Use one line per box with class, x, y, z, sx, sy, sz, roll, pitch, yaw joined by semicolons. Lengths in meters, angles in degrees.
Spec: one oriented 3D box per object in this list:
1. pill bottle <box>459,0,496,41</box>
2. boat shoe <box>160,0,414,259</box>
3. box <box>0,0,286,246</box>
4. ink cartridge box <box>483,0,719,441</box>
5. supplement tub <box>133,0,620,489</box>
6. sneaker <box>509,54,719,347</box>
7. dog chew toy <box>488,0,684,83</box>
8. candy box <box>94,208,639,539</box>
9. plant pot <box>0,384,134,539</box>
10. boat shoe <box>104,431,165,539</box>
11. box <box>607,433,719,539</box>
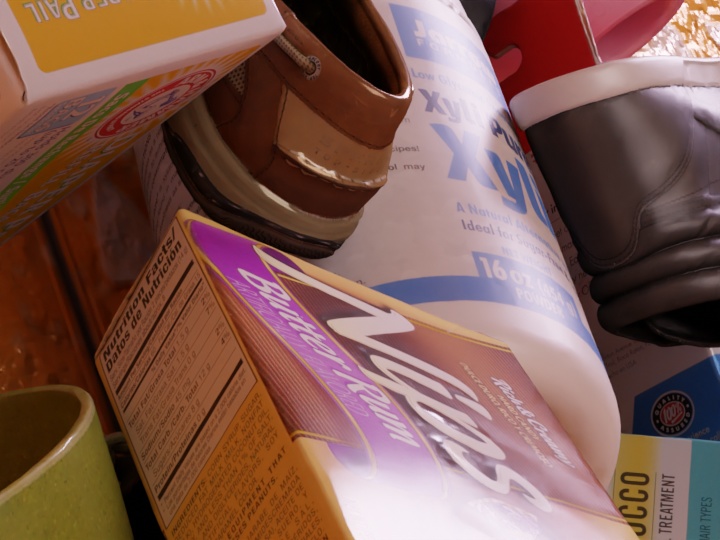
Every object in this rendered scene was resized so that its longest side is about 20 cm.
pill bottle;-0.051;-0.131;0.965;0.200;0.112;0.112;32;46;-27
boat shoe;-0.032;-0.097;0.814;0.076;0.074;0.200;9;44;-41
box;-0.137;-0.057;0.764;0.112;0.200;0.102;-23;82;-49
ink cartridge box;0.094;-0.002;1.021;0.067;0.116;0.200;-1;67;-44
supplement tub;0.000;0.000;0.878;0.132;0.132;0.200;21;36;-35
sneaker;0.132;-0.025;0.941;0.200;0.071;0.099;-10;83;-49
dog chew toy;0.048;-0.170;1.087;0.124;0.125;0.200;-20;69;-49
candy box;0.013;0.069;0.670;0.116;0.057;0.200;22;21;-28
plant pot;-0.115;0.160;0.687;0.187;0.187;0.200;-36;107;-50
boat shoe;-0.058;0.083;0.775;0.072;0.060;0.202;-2;22;-37
box;0.086;0.100;0.910;0.199;0.049;0.082;5;52;5
